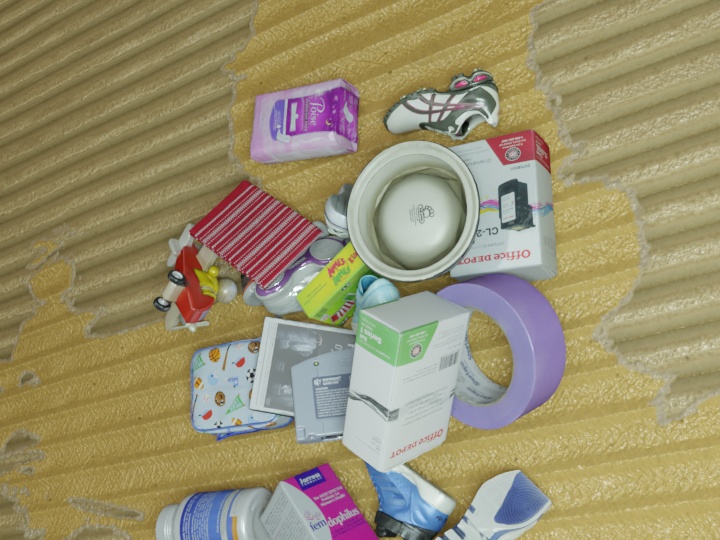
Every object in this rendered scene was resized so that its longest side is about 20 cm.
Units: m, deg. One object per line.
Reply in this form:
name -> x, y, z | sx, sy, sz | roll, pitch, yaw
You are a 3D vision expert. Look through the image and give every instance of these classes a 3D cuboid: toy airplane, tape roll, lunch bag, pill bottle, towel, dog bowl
toy airplane -> -0.287, 0.012, 1.431 | 0.199, 0.139, 0.203 | -20, 50, 61
tape roll -> 0.179, 0.110, 1.107 | 0.198, 0.084, 0.205 | 12, 107, 43
lunch bag -> -0.204, 0.204, 1.361 | 0.197, 0.075, 0.164 | -12, 75, 27
pill bottle -> -0.236, 0.420, 1.307 | 0.197, 0.112, 0.115 | -12, 73, 27
towel -> -0.177, -0.063, 1.330 | 0.199, 0.023, 0.145 | 33, 67, 29
dog bowl -> 0.082, -0.078, 1.146 | 0.196, 0.074, 0.205 | -4, 79, 20

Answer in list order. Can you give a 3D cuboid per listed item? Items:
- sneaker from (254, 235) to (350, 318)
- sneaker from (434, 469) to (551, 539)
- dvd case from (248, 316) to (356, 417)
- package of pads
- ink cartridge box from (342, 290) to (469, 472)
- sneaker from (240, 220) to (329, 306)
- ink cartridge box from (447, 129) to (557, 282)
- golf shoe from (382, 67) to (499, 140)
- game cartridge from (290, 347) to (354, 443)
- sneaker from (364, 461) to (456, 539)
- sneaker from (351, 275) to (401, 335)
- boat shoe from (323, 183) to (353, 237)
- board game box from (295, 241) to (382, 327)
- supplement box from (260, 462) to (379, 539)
sneaker -> -0.078, 0.011, 1.337 | 0.197, 0.100, 0.075 | -26, 45, 0
sneaker -> 0.168, 0.369, 1.104 | 0.198, 0.116, 0.081 | -37, 61, -15
dvd case -> -0.071, 0.163, 1.275 | 0.196, 0.025, 0.154 | 8, 80, 9
package of pads -> -0.101, -0.258, 1.404 | 0.196, 0.075, 0.123 | -3, 80, 30
ink cartridge box -> 0.060, 0.147, 1.072 | 0.084, 0.144, 0.204 | 26, 116, 39
sneaker -> -0.142, -0.029, 1.379 | 0.199, 0.077, 0.083 | -41, 53, 14
ink cartridge box -> 0.208, -0.087, 1.180 | 0.143, 0.082, 0.205 | -9, 74, 28
golf shoe -> 0.127, -0.248, 1.271 | 0.197, 0.077, 0.090 | -17, 78, 27
game cartridge -> -0.006, 0.185, 1.209 | 0.195, 0.041, 0.136 | -5, 65, -5
sneaker -> 0.036, 0.334, 1.187 | 0.198, 0.077, 0.112 | 32, 86, 25
sneaker -> 0.024, 0.047, 1.192 | 0.073, 0.200, 0.084 | -16, 87, -16
boat shoe -> -0.022, -0.083, 1.269 | 0.072, 0.200, 0.068 | 25, 108, 2
board game box -> 0.000, 0.000, 1.270 | 0.200, 0.101, 0.048 | -44, 62, 14
supplement box -> -0.050, 0.409, 1.189 | 0.201, 0.100, 0.104 | 49, 130, 29
